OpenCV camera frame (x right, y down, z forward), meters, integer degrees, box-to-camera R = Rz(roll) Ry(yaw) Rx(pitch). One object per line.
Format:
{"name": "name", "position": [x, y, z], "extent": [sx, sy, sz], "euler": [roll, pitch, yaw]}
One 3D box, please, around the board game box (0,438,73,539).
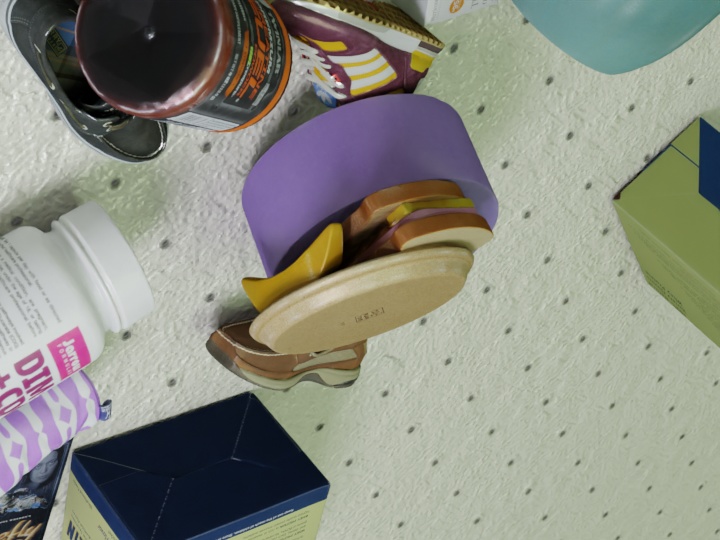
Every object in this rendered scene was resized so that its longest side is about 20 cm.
{"name": "board game box", "position": [-0.339, 0.188, 1.275], "extent": [0.199, 0.035, 0.136], "euler": [-8, 131, -41]}

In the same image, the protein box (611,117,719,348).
{"name": "protein box", "position": [0.401, -0.017, 1.682], "extent": [0.135, 0.199, 0.200], "euler": [-42, 145, -3]}

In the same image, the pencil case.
{"name": "pencil case", "position": [-0.290, 0.137, 1.201], "extent": [0.200, 0.084, 0.086], "euler": [-37, 158, -37]}

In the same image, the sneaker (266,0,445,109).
{"name": "sneaker", "position": [-0.017, -0.167, 1.211], "extent": [0.199, 0.075, 0.091], "euler": [11, 117, -48]}

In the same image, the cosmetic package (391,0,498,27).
{"name": "cosmetic package", "position": [0.080, -0.292, 1.203], "extent": [0.082, 0.051, 0.201], "euler": [-21, 139, -29]}

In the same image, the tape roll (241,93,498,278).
{"name": "tape roll", "position": [0.008, -0.051, 1.287], "extent": [0.198, 0.086, 0.200], "euler": [-18, 155, -9]}

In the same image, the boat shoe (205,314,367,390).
{"name": "boat shoe", "position": [-0.059, 0.058, 1.407], "extent": [0.199, 0.075, 0.074], "euler": [4, 118, -57]}

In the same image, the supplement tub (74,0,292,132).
{"name": "supplement tub", "position": [-0.109, -0.150, 1.066], "extent": [0.107, 0.107, 0.200], "euler": [-52, 170, 10]}

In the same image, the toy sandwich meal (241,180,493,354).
{"name": "toy sandwich meal", "position": [0.000, 0.000, 1.214], "extent": [0.203, 0.071, 0.205], "euler": [-18, 166, -5]}

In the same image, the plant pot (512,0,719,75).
{"name": "plant pot", "position": [0.209, -0.257, 1.256], "extent": [0.200, 0.201, 0.161], "euler": [6, 132, -48]}

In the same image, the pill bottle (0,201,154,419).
{"name": "pill bottle", "position": [-0.257, 0.039, 1.139], "extent": [0.199, 0.113, 0.114], "euler": [-32, 144, -18]}

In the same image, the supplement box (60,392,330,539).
{"name": "supplement box", "position": [-0.159, 0.252, 1.439], "extent": [0.199, 0.134, 0.201], "euler": [-16, 136, -35]}

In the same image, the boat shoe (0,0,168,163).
{"name": "boat shoe", "position": [-0.185, -0.127, 1.093], "extent": [0.069, 0.057, 0.200], "euler": [-42, 145, -3]}
